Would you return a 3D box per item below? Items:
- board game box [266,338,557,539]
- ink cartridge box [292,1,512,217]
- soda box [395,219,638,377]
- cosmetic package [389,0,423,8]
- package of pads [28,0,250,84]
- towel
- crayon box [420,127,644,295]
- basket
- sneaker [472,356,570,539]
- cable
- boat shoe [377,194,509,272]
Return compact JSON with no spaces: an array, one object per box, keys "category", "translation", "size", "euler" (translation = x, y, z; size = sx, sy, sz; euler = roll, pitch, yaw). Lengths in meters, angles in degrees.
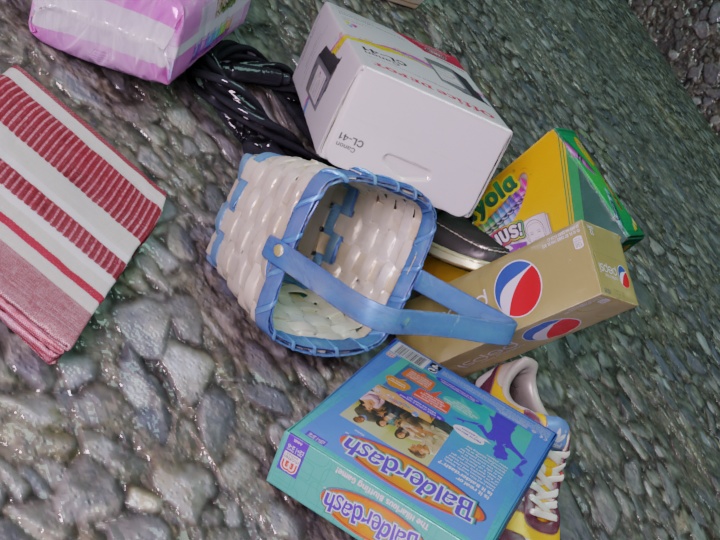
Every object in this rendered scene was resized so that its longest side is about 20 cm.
[{"category":"board game box","translation":[0.045,0.131,0.769],"size":[0.151,0.046,0.200],"euler":[30,23,14]},{"category":"ink cartridge box","translation":[0.029,-0.143,0.928],"size":[0.145,0.087,0.201],"euler":[20,21,-20]},{"category":"soda box","translation":[0.122,0.031,0.894],"size":[0.067,0.198,0.065],"euler":[14,57,-49]},{"category":"cosmetic package","translation":[0.027,-0.425,1.448],"size":[0.199,0.073,0.105],"euler":[-6,61,-58]},{"category":"package of pads","translation":[-0.167,-0.222,0.870],"size":[0.119,0.077,0.201],"euler":[22,30,1]},{"category":"towel","translation":[-0.205,-0.044,0.674],"size":[0.144,0.023,0.201],"euler":[42,27,-14]},{"category":"crayon box","translation":[0.145,-0.021,0.998],"size":[0.058,0.199,0.120],"euler":[-6,59,-59]},{"category":"basket","translation":[0.000,0.000,0.786],"size":[0.198,0.141,0.175],"euler":[26,9,40]},{"category":"sneaker","translation":[0.134,0.164,0.875],"size":[0.074,0.090,0.202],"euler":[23,38,-41]},{"category":"cable","translation":[-0.079,-0.148,0.976],"size":[0.200,0.051,0.164],"euler":[42,28,-16]},{"category":"boat shoe","translation":[0.060,-0.058,0.974],"size":[0.071,0.067,0.200],"euler":[11,17,-46]}]
